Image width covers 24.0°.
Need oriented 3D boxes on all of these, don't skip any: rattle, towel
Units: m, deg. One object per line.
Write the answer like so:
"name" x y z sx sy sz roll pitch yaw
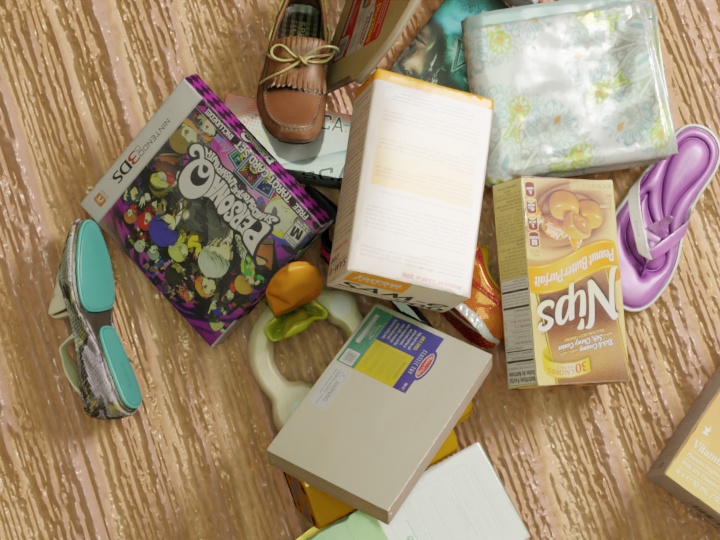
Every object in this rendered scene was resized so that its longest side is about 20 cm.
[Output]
"rattle" -0.043 0.107 1.622 0.129 0.143 0.202 7 76 -18
"towel" 0.207 -0.181 1.675 0.198 0.048 0.173 -8 80 -3

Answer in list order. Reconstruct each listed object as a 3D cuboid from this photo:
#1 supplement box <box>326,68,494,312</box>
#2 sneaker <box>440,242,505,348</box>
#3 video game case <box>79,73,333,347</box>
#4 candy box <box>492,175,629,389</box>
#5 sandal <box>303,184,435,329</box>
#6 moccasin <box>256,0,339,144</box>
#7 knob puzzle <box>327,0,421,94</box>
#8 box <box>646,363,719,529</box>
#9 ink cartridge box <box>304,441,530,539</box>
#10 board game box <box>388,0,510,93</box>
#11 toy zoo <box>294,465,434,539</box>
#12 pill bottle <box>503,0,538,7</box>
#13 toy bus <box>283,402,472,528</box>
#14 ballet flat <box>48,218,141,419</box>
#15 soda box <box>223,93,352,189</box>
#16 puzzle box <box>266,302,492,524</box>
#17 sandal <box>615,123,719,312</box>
"supplement box" 0.048 -0.074 1.604 0.125 0.073 0.202 13 74 -16
"sneaker" 0.080 -0.011 1.677 0.200 0.073 0.077 44 75 -4
"video game case" -0.152 -0.057 1.651 0.200 0.036 0.181 47 115 5
"candy box" 0.196 0.013 1.649 0.114 0.055 0.202 0 82 -30
"sandal" 0.000 0.000 1.669 0.045 0.075 0.201 -38 87 6
"moccasin" -0.058 -0.204 1.646 0.073 0.078 0.203 11 49 0
"knob puzzle" 0.034 -0.266 1.637 0.030 0.219 0.221 25 82 -21
"box" 0.388 0.152 1.636 0.124 0.098 0.201 34 83 4
"ink cartridge box" 0.051 0.257 1.617 0.199 0.059 0.104 -29 83 -5
"board game box" 0.143 -0.187 1.714 0.199 0.028 0.136 38 83 4
"toy zoo" 0.017 0.283 1.654 0.199 0.020 0.132 -36 84 -5
"pill bottle" 0.194 -0.367 1.696 0.112 0.112 0.201 34 83 4
"toy bus" 0.022 0.163 1.614 0.199 0.078 0.066 -27 118 -18
"ballet flat" -0.272 0.052 1.663 0.071 0.072 0.202 -14 82 -2
"soda box" -0.044 -0.122 1.687 0.198 0.064 0.069 10 82 1
"puzzle box" 0.021 0.129 1.573 0.132 0.026 0.200 24 55 22
"sandal" 0.297 -0.058 1.687 0.082 0.050 0.204 24 83 3
